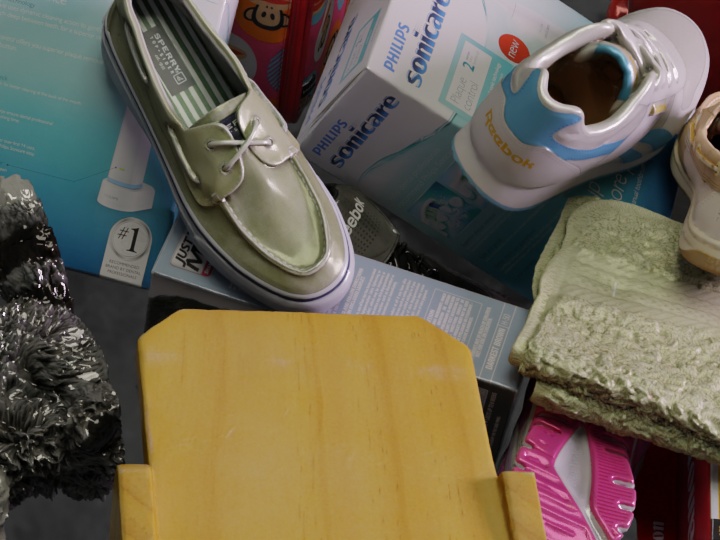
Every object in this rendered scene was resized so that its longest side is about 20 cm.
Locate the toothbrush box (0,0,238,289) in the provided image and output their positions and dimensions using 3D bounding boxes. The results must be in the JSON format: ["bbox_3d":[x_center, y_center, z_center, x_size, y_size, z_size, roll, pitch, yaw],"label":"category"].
[{"bbox_3d":[-0.154,-0.102,1.432,0.146,0.085,0.201,13,90,1],"label":"toothbrush box"}]

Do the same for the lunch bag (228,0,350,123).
[{"bbox_3d":[-0.041,-0.208,1.570,0.082,0.177,0.200,13,47,4],"label":"lunch bag"}]

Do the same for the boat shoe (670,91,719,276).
[{"bbox_3d":[0.209,-0.060,1.405,0.073,0.069,0.200,17,25,-3],"label":"boat shoe"}]

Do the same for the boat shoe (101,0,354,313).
[{"bbox_3d":[-0.072,-0.065,1.337,0.072,0.062,0.200,-33,77,-14],"label":"boat shoe"}]

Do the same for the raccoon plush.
[{"bbox_3d":[-0.205,0.060,1.332,0.133,0.097,0.201,-13,57,-19],"label":"raccoon plush"}]

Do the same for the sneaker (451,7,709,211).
[{"bbox_3d":[0.136,-0.097,1.408,0.077,0.081,0.200,49,44,6],"label":"sneaker"}]

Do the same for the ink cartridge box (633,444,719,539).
[{"bbox_3d":[0.214,0.130,1.369,0.175,0.084,0.201,9,46,-3],"label":"ink cartridge box"}]

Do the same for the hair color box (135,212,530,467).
[{"bbox_3d":[-0.013,0.043,1.390,0.199,0.099,0.061,18,48,5],"label":"hair color box"}]

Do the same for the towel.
[{"bbox_3d":[0.182,0.037,1.357,0.199,0.037,0.149,20,47,1],"label":"towel"}]

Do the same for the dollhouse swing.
[{"bbox_3d":[-0.027,0.140,1.278,0.199,0.183,0.176,1,27,-11],"label":"dollhouse swing"}]

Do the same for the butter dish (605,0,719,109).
[{"bbox_3d":[0.221,-0.155,1.602,0.147,0.201,0.200,-3,35,30],"label":"butter dish"}]

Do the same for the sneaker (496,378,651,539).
[{"bbox_3d":[0.111,0.090,1.375,0.081,0.088,0.200,26,46,3],"label":"sneaker"}]

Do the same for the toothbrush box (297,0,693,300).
[{"bbox_3d":[0.080,-0.085,1.489,0.200,0.085,0.147,32,44,-12],"label":"toothbrush box"}]

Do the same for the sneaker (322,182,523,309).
[{"bbox_3d":[0.000,0.000,1.441,0.199,0.091,0.067,16,46,3],"label":"sneaker"}]
